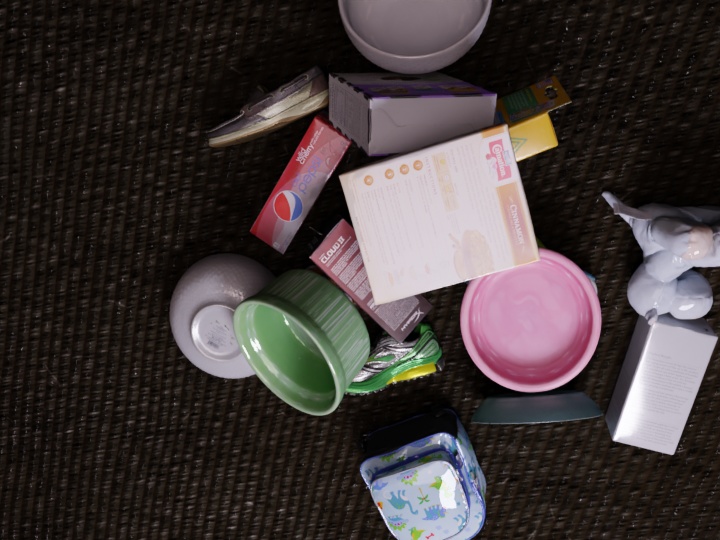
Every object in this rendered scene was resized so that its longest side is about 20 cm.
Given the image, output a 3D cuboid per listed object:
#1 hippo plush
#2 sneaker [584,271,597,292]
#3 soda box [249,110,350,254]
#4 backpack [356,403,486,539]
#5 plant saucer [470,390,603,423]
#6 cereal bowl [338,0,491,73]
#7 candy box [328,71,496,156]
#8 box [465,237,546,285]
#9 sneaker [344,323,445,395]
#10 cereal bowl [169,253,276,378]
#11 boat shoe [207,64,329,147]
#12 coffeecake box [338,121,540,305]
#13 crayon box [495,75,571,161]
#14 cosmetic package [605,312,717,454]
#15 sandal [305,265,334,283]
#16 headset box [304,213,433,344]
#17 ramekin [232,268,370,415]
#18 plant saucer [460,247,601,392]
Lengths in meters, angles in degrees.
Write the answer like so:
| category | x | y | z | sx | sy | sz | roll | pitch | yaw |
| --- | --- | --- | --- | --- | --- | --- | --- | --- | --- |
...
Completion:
| category | x | y | z | sx | sy | sz | roll | pitch | yaw |
| --- | --- | --- | --- | --- | --- | --- | --- | --- | --- |
| hippo plush | 0.434 | -0.001 | 1.136 | 0.194 | 0.160 | 0.165 | 7 | 110 | 3 |
| sneaker | 0.296 | 0.095 | 1.227 | 0.075 | 0.081 | 0.203 | 25 | 109 | -2 |
| soda box | -0.084 | -0.129 | 1.194 | 0.063 | 0.070 | 0.202 | 31 | 110 | -3 |
| backpack | 0.107 | 0.351 | 1.304 | 0.180 | 0.148 | 0.203 | -23 | 109 | 16 |
| plant saucer | 0.261 | 0.202 | 1.223 | 0.194 | 0.200 | 0.037 | -4 | 84 | 7 |
| cereal bowl | 0.071 | -0.342 | 1.063 | 0.194 | 0.084 | 0.206 | -1 | 73 | 4 |
| candy box | 0.060 | -0.208 | 1.058 | 0.163 | 0.200 | 0.073 | -5 | 112 | -16 |
| box | 0.189 | -0.035 | 1.209 | 0.200 | 0.048 | 0.122 | 44 | 108 | -9 |
| sneaker | 0.029 | 0.135 | 1.274 | 0.195 | 0.078 | 0.087 | -17 | 98 | -7 |
| cereal bowl | -0.208 | 0.081 | 1.276 | 0.194 | 0.084 | 0.205 | 2 | 110 | 4 |
| boat shoe | -0.133 | -0.233 | 1.169 | 0.195 | 0.073 | 0.066 | -20 | 96 | 9 |
| coffeecake box | 0.092 | -0.066 | 0.940 | 0.195 | 0.073 | 0.157 | -15 | 99 | 12 |
| crayon box | 0.188 | -0.187 | 1.112 | 0.196 | 0.127 | 0.052 | -22 | 115 | 13 |
| cosmetic package | 0.452 | 0.165 | 1.240 | 0.099 | 0.071 | 0.205 | 13 | 111 | 2 |
| sandal | -0.046 | 0.095 | 1.275 | 0.077 | 0.059 | 0.212 | -6 | 109 | 8 |
| headset box | 0.000 | 0.000 | 1.183 | 0.200 | 0.149 | 0.075 | 44 | 90 | -10 |
| ramekin | -0.080 | 0.097 | 1.172 | 0.197 | 0.098 | 0.203 | 27 | 139 | 26 |
| plant saucer | 0.242 | 0.068 | 1.168 | 0.195 | 0.051 | 0.207 | 1 | 96 | 13 |
